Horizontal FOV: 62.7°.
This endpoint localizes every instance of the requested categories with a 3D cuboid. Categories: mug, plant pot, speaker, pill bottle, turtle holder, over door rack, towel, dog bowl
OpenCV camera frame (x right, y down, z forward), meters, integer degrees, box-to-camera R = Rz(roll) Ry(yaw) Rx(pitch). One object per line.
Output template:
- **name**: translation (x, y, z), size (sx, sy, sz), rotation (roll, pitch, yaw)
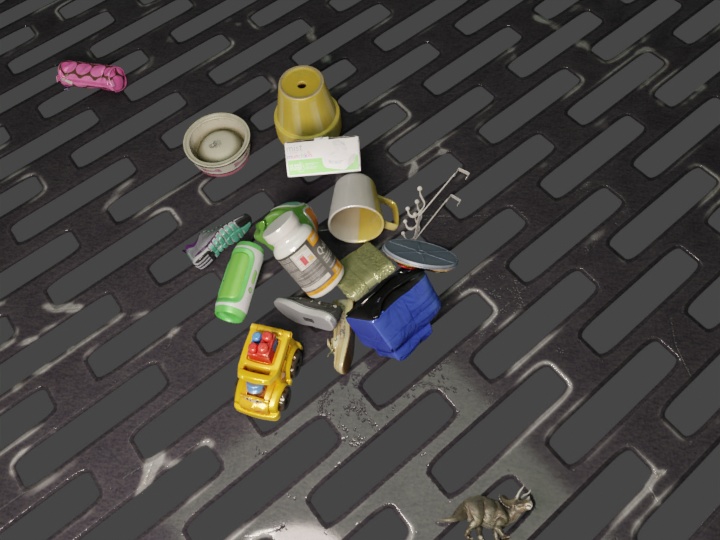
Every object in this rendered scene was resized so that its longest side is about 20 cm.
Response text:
- **mug**: translation (-0.003, -0.170, 1.594), size (0.148, 0.186, 0.154), rotation (-24, 48, 27)
- **plant pot**: translation (-0.160, -0.475, 1.710), size (0.198, 0.189, 0.203), rotation (-1, 63, 3)
- **speaker**: translation (-0.310, 0.029, 1.517), size (0.087, 0.089, 0.202), rotation (9, 64, 8)
- **pill bottle**: translation (-0.139, -0.039, 1.436), size (0.117, 0.116, 0.200), rotation (-47, 114, -19)
- **turtle holder**: translation (-0.192, -0.107, 1.565), size (0.141, 0.185, 0.132), rotation (43, 41, -12)
- **over door rack**: translation (0.188, -0.179, 1.563), size (0.199, 0.148, 0.067), rotation (-38, 72, -15)
- **towel**: translation (0.000, 0.000, 1.487), size (0.148, 0.037, 0.200), rotation (-36, 27, -8)
- **dog bowl**: translation (-0.412, -0.362, 1.730), size (0.198, 0.074, 0.202), rotation (-1, 63, 2)

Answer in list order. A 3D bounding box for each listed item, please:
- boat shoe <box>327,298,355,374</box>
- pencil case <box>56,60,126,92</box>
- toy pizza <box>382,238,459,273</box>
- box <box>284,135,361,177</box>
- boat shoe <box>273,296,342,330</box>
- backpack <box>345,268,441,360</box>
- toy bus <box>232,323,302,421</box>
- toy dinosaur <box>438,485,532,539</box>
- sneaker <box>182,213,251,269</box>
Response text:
- **boat shoe**: translation (-0.048, 0.160, 1.448), size (0.062, 0.074, 0.202), rotation (0, 52, 10)
- **pencil case**: translation (-0.856, -0.613, 1.878), size (0.197, 0.092, 0.094), rotation (6, 28, 8)
- **toy pizza**: translation (0.151, -0.033, 1.498), size (0.198, 0.032, 0.200), rotation (10, 20, -3)
- **box**: translation (-0.097, -0.312, 1.618), size (0.197, 0.177, 0.098), rotation (-5, 100, 0)
- **boat shoe**: translation (-0.128, 0.097, 1.463), size (0.198, 0.069, 0.057), rotation (15, 52, 35)
- **backpack**: translation (0.092, 0.102, 1.412), size (0.200, 0.169, 0.162), rotation (-43, 24, -23)
- **toy bus**: translation (-0.222, 0.222, 1.354), size (0.134, 0.192, 0.202), rotation (12, 65, 8)
- **toy dinosaur**: translation (0.264, 0.520, 1.251), size (0.197, 0.077, 0.103), rotation (-2, 51, 8)
- **sneaker**: translation (-0.389, -0.099, 1.596), size (0.087, 0.075, 0.200), rotation (39, 72, 25)
